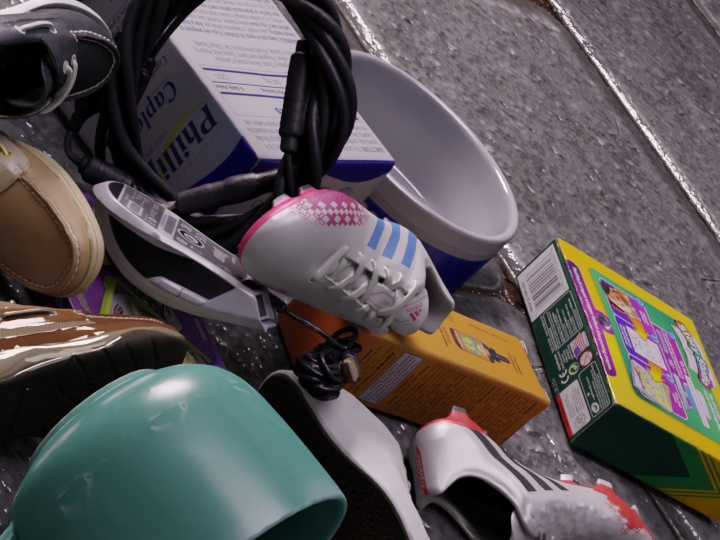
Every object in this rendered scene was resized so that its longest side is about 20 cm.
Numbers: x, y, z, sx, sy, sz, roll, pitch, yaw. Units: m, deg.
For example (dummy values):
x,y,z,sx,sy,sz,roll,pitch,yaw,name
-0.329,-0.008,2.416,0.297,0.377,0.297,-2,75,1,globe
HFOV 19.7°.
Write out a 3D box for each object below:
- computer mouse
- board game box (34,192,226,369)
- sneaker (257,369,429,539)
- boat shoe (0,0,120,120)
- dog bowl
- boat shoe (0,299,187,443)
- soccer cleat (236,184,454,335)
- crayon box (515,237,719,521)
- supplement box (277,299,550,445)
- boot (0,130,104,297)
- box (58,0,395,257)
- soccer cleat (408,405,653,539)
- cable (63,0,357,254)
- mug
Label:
x,y,z,sx,sy,sz,roll,pitch,yaw,name
-0.087,0.015,1.266,0.199,0.044,0.110,34,12,-7,computer mouse
-0.139,0.034,1.252,0.120,0.032,0.201,11,41,-46,board game box
0.013,0.141,1.265,0.084,0.073,0.201,12,39,-46,sneaker
-0.199,-0.113,1.172,0.060,0.076,0.199,42,27,24,boat shoe
0.024,-0.073,1.609,0.200,0.079,0.201,36,26,-21,dog bowl
-0.179,0.046,1.100,0.199,0.076,0.074,-7,45,-49,boat shoe
0.000,0.000,1.292,0.086,0.070,0.200,48,17,22,soccer cleat
0.224,0.088,1.693,0.172,0.058,0.201,30,29,-31,crayon box
0.039,0.063,1.440,0.199,0.069,0.067,21,34,-39,supplement box
-0.248,-0.054,1.157,0.200,0.073,0.155,46,20,13,boot
-0.105,-0.114,1.440,0.200,0.105,0.184,53,25,18,box
0.115,0.168,1.401,0.199,0.069,0.085,32,36,-19,soccer cleat
-0.083,-0.107,1.287,0.163,0.200,0.051,40,12,5,cable
-0.107,0.121,1.017,0.115,0.152,0.185,49,25,17,mug
